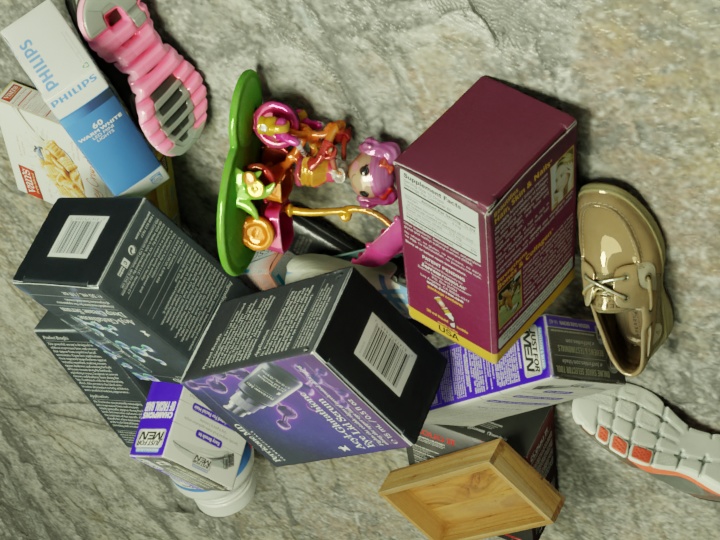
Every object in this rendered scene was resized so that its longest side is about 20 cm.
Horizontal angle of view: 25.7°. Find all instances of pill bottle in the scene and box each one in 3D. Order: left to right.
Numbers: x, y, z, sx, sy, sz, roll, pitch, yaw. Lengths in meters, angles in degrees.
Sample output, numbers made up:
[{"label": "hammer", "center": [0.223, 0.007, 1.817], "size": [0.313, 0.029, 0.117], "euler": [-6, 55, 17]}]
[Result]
[{"label": "pill bottle", "center": [-0.195, 0.212, 1.949], "size": [0.112, 0.112, 0.201], "euler": [12, 142, 28]}]

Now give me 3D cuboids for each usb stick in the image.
[{"label": "usb stick", "center": [0.000, 0.000, 1.593], "size": [0.199, 0.033, 0.056], "euler": [32, 142, 2]}]

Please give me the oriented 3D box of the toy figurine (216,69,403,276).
[{"label": "toy figurine", "center": [-0.024, -0.080, 1.465], "size": [0.183, 0.150, 0.201], "euler": [8, 116, 12]}]

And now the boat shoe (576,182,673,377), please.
[{"label": "boat shoe", "center": [0.231, 0.010, 1.389], "size": [0.071, 0.065, 0.200], "euler": [5, 136, 35]}]

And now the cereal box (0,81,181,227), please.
[{"label": "cereal box", "center": [-0.290, -0.111, 1.685], "size": [0.199, 0.040, 0.144], "euler": [21, 144, 18]}]

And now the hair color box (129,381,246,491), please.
[{"label": "hair color box", "center": [-0.168, 0.128, 1.721], "size": [0.065, 0.201, 0.109], "euler": [-6, 150, 42]}]

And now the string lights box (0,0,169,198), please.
[{"label": "string lights box", "center": [-0.260, -0.155, 1.504], "size": [0.103, 0.059, 0.200], "euler": [54, 175, 29]}]

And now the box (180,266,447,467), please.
[{"label": "box", "center": [-0.045, 0.095, 1.488], "size": [0.199, 0.105, 0.148], "euler": [-17, 128, 45]}]

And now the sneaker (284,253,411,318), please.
[{"label": "sneaker", "center": [0.017, 0.025, 1.506], "size": [0.199, 0.072, 0.073], "euler": [5, 111, 31]}]

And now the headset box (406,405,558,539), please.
[{"label": "headset box", "center": [0.130, 0.195, 1.694], "size": [0.148, 0.077, 0.201], "euler": [18, 145, 22]}]

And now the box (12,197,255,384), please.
[{"label": "box", "center": [-0.221, 0.023, 1.596], "size": [0.148, 0.107, 0.200], "euler": [2, 149, 45]}]

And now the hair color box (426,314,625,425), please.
[{"label": "hair color box", "center": [0.140, 0.098, 1.506], "size": [0.109, 0.065, 0.199], "euler": [9, 160, -43]}]

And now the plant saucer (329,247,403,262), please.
[{"label": "plant saucer", "center": [0.030, 0.002, 1.544], "size": [0.199, 0.019, 0.070], "euler": [-13, 115, 32]}]

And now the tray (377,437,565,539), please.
[{"label": "tray", "center": [0.114, 0.236, 1.657], "size": [0.099, 0.037, 0.200], "euler": [44, 145, -15]}]

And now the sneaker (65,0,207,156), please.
[{"label": "sneaker", "center": [-0.218, -0.199, 1.506], "size": [0.095, 0.079, 0.200], "euler": [28, 152, 50]}]

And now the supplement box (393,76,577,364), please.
[{"label": "supplement box", "center": [0.110, -0.040, 1.352], "size": [0.103, 0.131, 0.201], "euler": [30, 147, 28]}]

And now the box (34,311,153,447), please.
[{"label": "box", "center": [-0.242, 0.083, 1.779], "size": [0.107, 0.149, 0.200], "euler": [-1, 133, 39]}]

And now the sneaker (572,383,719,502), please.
[{"label": "sneaker", "center": [0.294, 0.181, 1.547], "size": [0.199, 0.077, 0.082], "euler": [27, 152, 10]}]

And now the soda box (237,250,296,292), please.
[{"label": "soda box", "center": [-0.061, 0.053, 1.683], "size": [0.068, 0.064, 0.200], "euler": [-1, 133, 39]}]
